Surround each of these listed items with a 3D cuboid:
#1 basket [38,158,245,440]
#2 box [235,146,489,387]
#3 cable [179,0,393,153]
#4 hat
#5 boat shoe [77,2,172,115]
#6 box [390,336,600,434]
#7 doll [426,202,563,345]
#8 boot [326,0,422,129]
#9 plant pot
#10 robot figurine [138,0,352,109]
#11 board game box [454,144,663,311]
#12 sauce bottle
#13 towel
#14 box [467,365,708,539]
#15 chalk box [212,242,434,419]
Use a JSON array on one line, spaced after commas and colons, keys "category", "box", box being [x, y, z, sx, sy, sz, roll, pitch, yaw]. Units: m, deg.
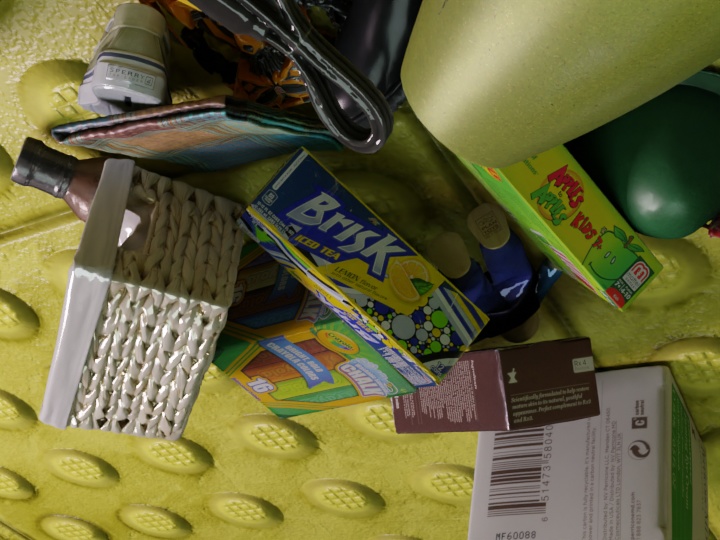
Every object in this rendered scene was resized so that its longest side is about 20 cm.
[{"category": "basket", "box": [-0.177, 0.032, 0.939, 0.122, 0.136, 0.201, 15, 134, -11]}, {"category": "box", "box": [0.000, 0.000, 0.897, 0.200, 0.070, 0.064, 43, 163, -6]}, {"category": "cable", "box": [-0.046, -0.160, 0.707, 0.199, 0.051, 0.097, 35, 136, -14]}, {"category": "hat", "box": [0.220, -0.030, 0.819, 0.164, 0.177, 0.200, 16, 144, -6]}, {"category": "boat shoe", "box": [-0.163, -0.144, 0.834, 0.071, 0.063, 0.200, 16, 177, -16]}, {"category": "box", "box": [0.115, 0.106, 1.041, 0.099, 0.076, 0.200, -5, 173, -26]}, {"category": "doll", "box": [0.123, 0.015, 0.990, 0.136, 0.049, 0.200, -36, 148, 1]}, {"category": "boot", "box": [-0.004, -0.195, 0.720, 0.162, 0.074, 0.198, 29, 121, -32]}, {"category": "plant pot", "box": [0.115, -0.156, 0.645, 0.186, 0.188, 0.200, 28, 131, -21]}, {"category": "robot figurine", "box": [-0.083, -0.182, 0.798, 0.144, 0.059, 0.200, -11, 138, 31]}, {"category": "board game box", "box": [0.131, -0.063, 0.849, 0.048, 0.102, 0.200, -46, 119, 0]}, {"category": "sauce bottle", "box": [-0.200, -0.058, 0.994, 0.199, 0.065, 0.065, 22, 143, -13]}, {"category": "towel", "box": [-0.110, -0.098, 0.854, 0.145, 0.022, 0.200, -7, 178, 23]}, {"category": "box", "box": [0.231, 0.229, 1.146, 0.198, 0.200, 0.172, -9, 140, 25]}, {"category": "chalk box", "box": [-0.016, 0.038, 1.020, 0.199, 0.125, 0.125, -15, 137, 31]}]
